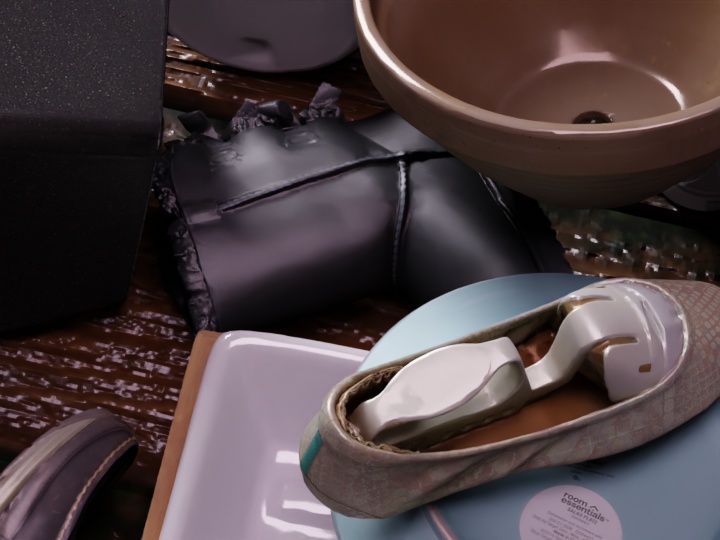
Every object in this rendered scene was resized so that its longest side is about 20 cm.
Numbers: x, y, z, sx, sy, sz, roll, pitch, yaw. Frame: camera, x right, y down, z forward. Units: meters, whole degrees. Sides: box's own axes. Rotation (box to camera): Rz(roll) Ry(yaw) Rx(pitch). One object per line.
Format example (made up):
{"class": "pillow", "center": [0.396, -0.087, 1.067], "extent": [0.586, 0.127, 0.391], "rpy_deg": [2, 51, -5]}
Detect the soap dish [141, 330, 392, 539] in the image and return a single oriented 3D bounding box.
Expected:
{"class": "soap dish", "center": [-0.012, 0.130, 1.104], "extent": [0.156, 0.081, 0.201], "rpy_deg": [10, 58, 5]}

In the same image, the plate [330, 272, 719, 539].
{"class": "plate", "center": [0.086, 0.080, 1.079], "extent": [0.199, 0.026, 0.201], "rpy_deg": [3, 56, -5]}

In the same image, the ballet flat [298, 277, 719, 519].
{"class": "ballet flat", "center": [0.070, 0.043, 1.049], "extent": [0.199, 0.062, 0.068], "rpy_deg": [-22, 62, -19]}

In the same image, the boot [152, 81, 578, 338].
{"class": "boot", "center": [0.000, 0.000, 1.192], "extent": [0.162, 0.074, 0.199], "rpy_deg": [-13, 52, -12]}

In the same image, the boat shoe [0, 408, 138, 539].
{"class": "boat shoe", "center": [-0.145, 0.149, 1.102], "extent": [0.073, 0.075, 0.200], "rpy_deg": [33, 71, 7]}

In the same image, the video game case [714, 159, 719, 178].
{"class": "video game case", "center": [0.269, 0.005, 1.193], "extent": [0.181, 0.024, 0.201], "rpy_deg": [-16, 78, -12]}

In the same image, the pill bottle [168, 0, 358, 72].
{"class": "pill bottle", "center": [-0.033, -0.204, 1.296], "extent": [0.112, 0.113, 0.201], "rpy_deg": [8, 57, 3]}

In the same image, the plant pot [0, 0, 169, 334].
{"class": "plant pot", "center": [-0.176, -0.081, 1.177], "extent": [0.176, 0.200, 0.200], "rpy_deg": [7, 57, -9]}

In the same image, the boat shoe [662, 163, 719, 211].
{"class": "boat shoe", "center": [0.122, -0.118, 1.272], "extent": [0.072, 0.069, 0.201], "rpy_deg": [-20, 61, -14]}

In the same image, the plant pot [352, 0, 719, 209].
{"class": "plant pot", "center": [0.100, -0.092, 1.167], "extent": [0.200, 0.093, 0.201], "rpy_deg": [-4, 44, 4]}
